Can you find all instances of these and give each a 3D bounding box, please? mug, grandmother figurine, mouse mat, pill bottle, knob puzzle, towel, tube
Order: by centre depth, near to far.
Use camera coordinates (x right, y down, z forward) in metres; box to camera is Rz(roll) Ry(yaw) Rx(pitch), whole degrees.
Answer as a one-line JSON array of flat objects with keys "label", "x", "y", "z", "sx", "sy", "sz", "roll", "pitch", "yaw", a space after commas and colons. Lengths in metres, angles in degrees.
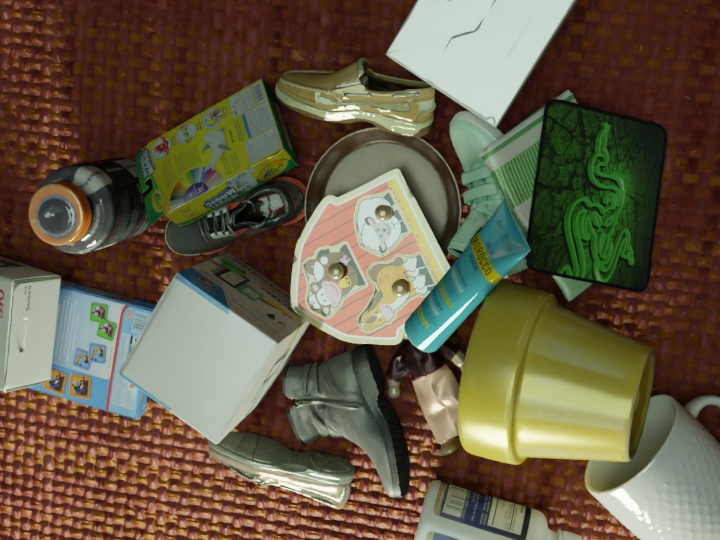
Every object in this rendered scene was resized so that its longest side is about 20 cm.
[{"label": "tube", "x": 0.122, "y": 0.014, "z": 1.262, "sx": 0.201, "sy": 0.050, "sz": 0.078, "roll": -52, "pitch": 47, "yaw": 35}, {"label": "mouse mat", "x": 0.274, "y": -0.087, "z": 1.285, "sx": 0.158, "sy": 0.008, "sz": 0.204, "roll": 10, "pitch": 84, "yaw": -13}, {"label": "towel", "x": 0.242, "y": -0.090, "z": 1.299, "sx": 0.152, "sy": 0.023, "sz": 0.202, "roll": -34, "pitch": 94, "yaw": -20}, {"label": "mug", "x": 0.391, "y": 0.240, "z": 1.310, "sx": 0.175, "sy": 0.147, "sz": 0.201, "roll": 42, "pitch": 75, "yaw": -9}, {"label": "knob puzzle", "x": 0.000, "y": 0.000, "z": 1.348, "sx": 0.215, "sy": 0.030, "sz": 0.224, "roll": 1, "pitch": 93, "yaw": 10}, {"label": "pill bottle", "x": -0.330, "y": -0.079, "z": 1.363, "sx": 0.104, "sy": 0.200, "sz": 0.108, "roll": 2, "pitch": 99, "yaw": 10}, {"label": "pill bottle", "x": 0.168, "y": 0.340, "z": 1.376, "sx": 0.197, "sy": 0.111, "sz": 0.113, "roll": 15, "pitch": 102, "yaw": 9}, {"label": "grandmother figurine", "x": 0.084, "y": 0.126, "z": 1.388, "sx": 0.120, "sy": 0.061, "sz": 0.203, "roll": -23, "pitch": 91, "yaw": 15}]

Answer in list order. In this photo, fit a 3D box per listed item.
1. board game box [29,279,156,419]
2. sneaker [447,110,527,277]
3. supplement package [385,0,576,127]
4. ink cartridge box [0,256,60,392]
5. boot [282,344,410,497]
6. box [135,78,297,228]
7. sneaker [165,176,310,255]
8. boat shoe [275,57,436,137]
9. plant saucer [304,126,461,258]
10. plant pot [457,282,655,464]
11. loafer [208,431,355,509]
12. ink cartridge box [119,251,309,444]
[{"label": "board game box", "x": -0.373, "y": 0.099, "z": 1.485, "sx": 0.196, "sy": 0.037, "sz": 0.154, "roll": 14, "pitch": 101, "yaw": 9}, {"label": "sneaker", "x": 0.139, "y": -0.082, "z": 1.307, "sx": 0.117, "sy": 0.074, "sz": 0.202, "roll": -32, "pitch": 94, "yaw": -29}, {"label": "supplement package", "x": 0.149, "y": -0.294, "z": 1.278, "sx": 0.155, "sy": 0.111, "sz": 0.202, "roll": 33, "pitch": 103, "yaw": 4}, {"label": "ink cartridge box", "x": -0.495, "y": 0.058, "z": 1.450, "sx": 0.197, "sy": 0.087, "sz": 0.148, "roll": 14, "pitch": 102, "yaw": 30}, {"label": "boot", "x": -0.018, "y": 0.204, "z": 1.420, "sx": 0.130, "sy": 0.070, "sz": 0.203, "roll": -19, "pitch": 83, "yaw": 15}, {"label": "box", "x": -0.183, "y": -0.137, "z": 1.373, "sx": 0.198, "sy": 0.048, "sz": 0.119, "roll": -25, "pitch": 59, "yaw": 11}, {"label": "sneaker", "x": -0.164, "y": -0.070, "z": 1.392, "sx": 0.197, "sy": 0.082, "sz": 0.078, "roll": -20, "pitch": 95, "yaw": 13}, {"label": "boat shoe", "x": -0.005, "y": -0.222, "z": 1.333, "sx": 0.196, "sy": 0.072, "sz": 0.077, "roll": 10, "pitch": 131, "yaw": 3}, {"label": "plant saucer", "x": 0.029, "y": -0.076, "z": 1.377, "sx": 0.196, "sy": 0.034, "sz": 0.204, "roll": 2, "pitch": 99, "yaw": 10}, {"label": "plant pot", "x": 0.230, "y": 0.131, "z": 1.267, "sx": 0.186, "sy": 0.200, "sz": 0.205, "roll": 11, "pitch": 101, "yaw": 22}, {"label": "loafer", "x": -0.107, "y": 0.263, "z": 1.444, "sx": 0.196, "sy": 0.072, "sz": 0.064, "roll": 12, "pitch": 108, "yaw": 6}, {"label": "ink cartridge box", "x": -0.168, "y": 0.087, "z": 1.358, "sx": 0.146, "sy": 0.200, "sz": 0.147, "roll": 33, "pitch": 102, "yaw": 4}]
